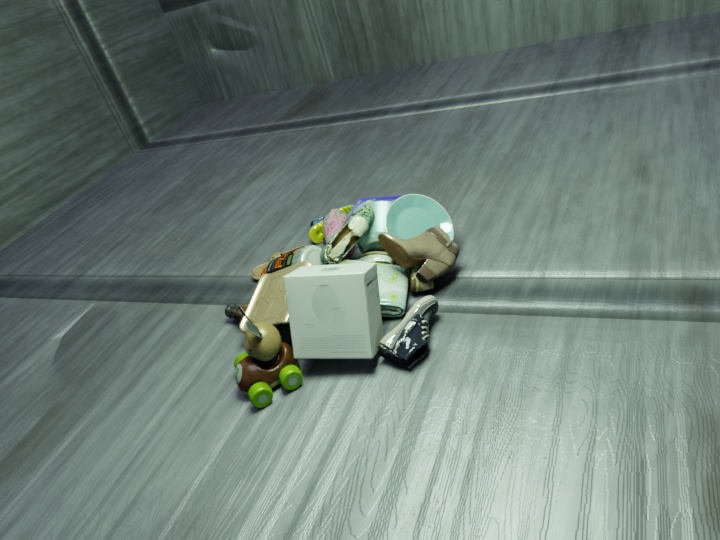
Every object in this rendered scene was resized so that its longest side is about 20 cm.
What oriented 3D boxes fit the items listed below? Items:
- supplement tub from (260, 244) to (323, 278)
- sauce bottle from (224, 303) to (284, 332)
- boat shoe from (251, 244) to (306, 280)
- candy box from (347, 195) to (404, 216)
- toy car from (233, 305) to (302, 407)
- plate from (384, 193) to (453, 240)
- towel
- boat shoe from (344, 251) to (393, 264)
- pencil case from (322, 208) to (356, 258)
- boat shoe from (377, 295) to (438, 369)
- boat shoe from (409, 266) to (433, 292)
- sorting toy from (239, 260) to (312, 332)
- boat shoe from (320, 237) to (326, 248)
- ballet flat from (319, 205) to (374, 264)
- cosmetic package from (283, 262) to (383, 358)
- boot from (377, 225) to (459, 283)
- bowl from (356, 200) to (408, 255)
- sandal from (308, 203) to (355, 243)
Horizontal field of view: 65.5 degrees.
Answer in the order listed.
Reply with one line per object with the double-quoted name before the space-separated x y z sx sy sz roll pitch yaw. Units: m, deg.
"supplement tub" -0.186 0.009 1.584 0.199 0.123 0.123 -18 27 39
"sauce bottle" -0.298 0.128 1.553 0.198 0.067 0.066 10 42 39
"boat shoe" -0.252 -0.029 1.756 0.198 0.065 0.072 -19 33 0
"candy box" 0.062 -0.163 1.780 0.198 0.078 0.170 -1 36 28
"toy car" -0.244 0.183 1.318 0.157 0.202 0.164 -28 33 -14
"plate" 0.158 -0.113 1.522 0.199 0.201 0.026 -36 -7 -25
"towel" 0.026 0.041 1.468 0.197 0.049 0.172 7 42 5
"boat shoe" 0.000 0.000 1.587 0.198 0.075 0.069 -11 45 20
"pencil case" -0.065 -0.110 1.646 0.086 0.088 0.201 -18 29 2
"boat shoe" 0.138 0.147 1.306 0.092 0.075 0.200 27 62 40
"boat shoe" 0.173 -0.013 1.526 0.075 0.072 0.201 2 43 4
"sorting toy" -0.216 0.073 1.454 0.199 0.036 0.187 -13 47 41
"boat shoe" -0.098 -0.046 1.705 0.090 0.072 0.200 8 34 36
"ballet flat" -0.029 -0.090 1.505 0.201 0.074 0.074 -51 36 2
"cosmetic package" -0.059 0.094 1.320 0.197 0.203 0.123 -2 11 17
"boot" 0.159 -0.066 1.458 0.146 0.200 0.070 -46 1 -26
"bowl" 0.067 -0.095 1.598 0.198 0.201 0.106 -5 54 20
"sandal" -0.093 -0.168 1.871 0.198 0.080 0.087 -26 29 -13
